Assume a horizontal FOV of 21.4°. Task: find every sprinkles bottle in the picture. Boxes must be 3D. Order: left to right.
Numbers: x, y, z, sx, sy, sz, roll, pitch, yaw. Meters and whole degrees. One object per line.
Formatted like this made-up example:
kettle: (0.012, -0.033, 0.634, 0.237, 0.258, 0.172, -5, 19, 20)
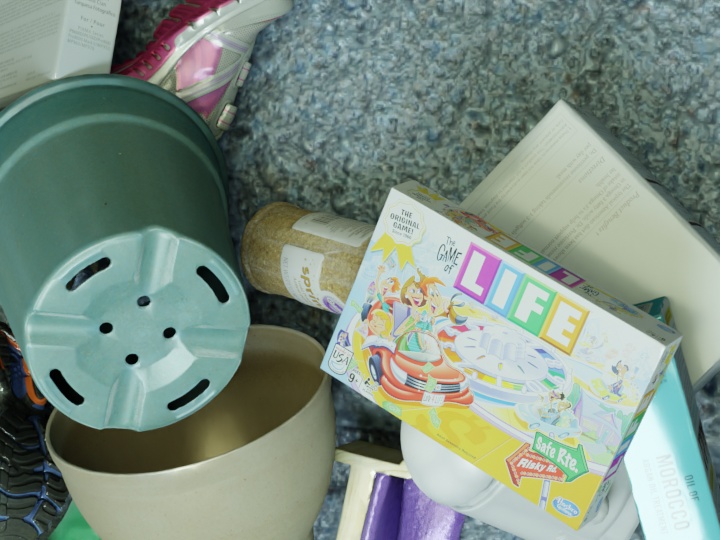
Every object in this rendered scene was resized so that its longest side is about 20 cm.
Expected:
sprinkles bottle: (0.000, 0.000, 1.326, 0.199, 0.068, 0.069, 16, 93, 49)

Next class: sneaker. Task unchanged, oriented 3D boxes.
sneaker: (-0.267, 0.133, 1.418, 0.078, 0.075, 0.201, -45, 35, 26)
sneaker: (-0.124, -0.141, 1.417, 0.200, 0.081, 0.088, -39, 112, -1)

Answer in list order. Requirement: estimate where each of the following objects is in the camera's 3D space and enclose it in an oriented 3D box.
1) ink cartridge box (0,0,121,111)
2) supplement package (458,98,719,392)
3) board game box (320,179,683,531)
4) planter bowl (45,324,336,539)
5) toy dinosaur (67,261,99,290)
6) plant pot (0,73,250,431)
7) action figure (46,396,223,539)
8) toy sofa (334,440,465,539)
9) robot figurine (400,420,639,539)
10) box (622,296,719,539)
ink cartridge box: (-0.227, -0.217, 1.418, 0.160, 0.047, 0.202, -8, 69, 54)
supplement package: (0.177, -0.005, 1.312, 0.117, 0.117, 0.200, -45, 79, 11)
board game box: (0.083, 0.051, 1.184, 0.199, 0.034, 0.135, 31, 113, 20)
planter bowl: (-0.104, 0.144, 1.320, 0.199, 0.201, 0.136, -7, 114, 14)
toy dinosaur: (-0.219, -0.058, 1.445, 0.100, 0.058, 0.202, -6, 87, 15)
plant pot: (-0.166, -0.004, 1.296, 0.199, 0.196, 0.202, -8, 119, -14)
action figure: (-0.150, 0.143, 1.426, 0.117, 0.055, 0.201, 22, 87, 15)
toy sofa: (0.016, 0.227, 1.367, 0.097, 0.083, 0.202, 12, 92, 15)
robot figurine: (0.110, 0.121, 1.301, 0.199, 0.170, 0.114, 25, 96, -25)
box: (0.196, 0.123, 1.211, 0.049, 0.082, 0.202, -15, 94, 13)
